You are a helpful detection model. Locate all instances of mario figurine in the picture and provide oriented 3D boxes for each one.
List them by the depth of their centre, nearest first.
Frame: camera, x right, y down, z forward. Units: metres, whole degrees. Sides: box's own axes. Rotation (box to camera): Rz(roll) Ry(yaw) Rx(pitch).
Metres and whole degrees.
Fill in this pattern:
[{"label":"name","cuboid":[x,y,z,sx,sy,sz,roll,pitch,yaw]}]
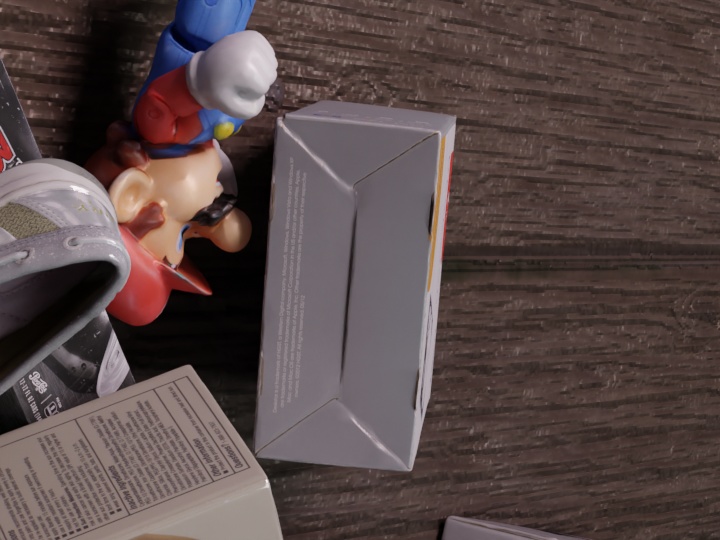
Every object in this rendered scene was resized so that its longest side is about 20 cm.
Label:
[{"label":"mario figurine","cuboid":[-0.062,-0.066,0.980,0.123,0.106,0.201,11,105,-55]}]

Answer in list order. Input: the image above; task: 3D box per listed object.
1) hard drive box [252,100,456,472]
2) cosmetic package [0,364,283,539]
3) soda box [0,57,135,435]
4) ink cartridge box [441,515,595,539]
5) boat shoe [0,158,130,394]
[{"label":"hard drive box","cuboid":[0.000,0.000,1.057,0.200,0.076,0.157,-61,157,-82]},{"label":"cosmetic package","cuboid":[-0.137,0.122,0.872,0.199,0.105,0.072,-20,122,-13]},{"label":"soda box","cuboid":[-0.163,-0.005,0.908,0.063,0.070,0.201,-49,135,-37]},{"label":"ink cartridge box","cuboid":[0.121,0.239,1.353,0.199,0.083,0.146,18,83,-55]},{"label":"boat shoe","cuboid":[-0.176,0.037,0.834,0.201,0.065,0.075,-34,124,2]}]
